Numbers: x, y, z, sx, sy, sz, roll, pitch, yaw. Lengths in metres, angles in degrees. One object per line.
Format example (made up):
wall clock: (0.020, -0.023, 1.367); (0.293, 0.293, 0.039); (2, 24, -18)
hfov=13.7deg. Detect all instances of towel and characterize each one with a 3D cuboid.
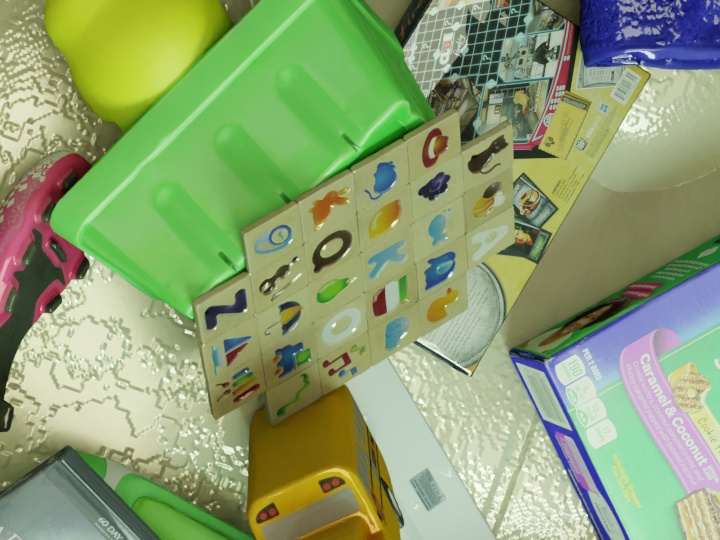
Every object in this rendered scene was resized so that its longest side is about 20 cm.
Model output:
towel: (0.191, -0.212, 1.675); (0.148, 0.050, 0.200); (-3, 88, -21)

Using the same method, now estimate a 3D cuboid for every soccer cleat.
soccer cleat: (-0.210, 0.019, 1.601); (0.200, 0.086, 0.070); (-67, 152, -18)

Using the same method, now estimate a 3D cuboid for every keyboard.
keyboard: (0.032, 0.129, 1.708); (0.056, 0.011, 0.200); (-34, 104, -15)

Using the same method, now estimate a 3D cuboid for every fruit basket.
fruit basket: (-0.082, -0.086, 1.592); (0.216, 0.156, 0.216); (-6, 71, 19)

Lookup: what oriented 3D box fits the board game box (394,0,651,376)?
board game box: (0.055, -0.061, 1.680); (0.135, 0.035, 0.200); (32, 87, -16)

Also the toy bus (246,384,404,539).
toy bus: (-0.019, 0.127, 1.589); (0.065, 0.200, 0.078); (-24, 104, 5)

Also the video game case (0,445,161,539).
video game case: (-0.179, 0.195, 1.597); (0.200, 0.019, 0.143); (-35, 106, 27)

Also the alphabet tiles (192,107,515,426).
alphabet tiles: (0.000, 0.000, 1.584); (0.200, 0.006, 0.166); (-30, 145, -18)

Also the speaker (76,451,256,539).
speaker: (-0.089, 0.178, 1.640); (0.200, 0.088, 0.088); (31, 87, -16)

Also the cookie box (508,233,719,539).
cookie box: (0.214, 0.074, 1.715); (0.200, 0.075, 0.171); (-29, 102, -11)
